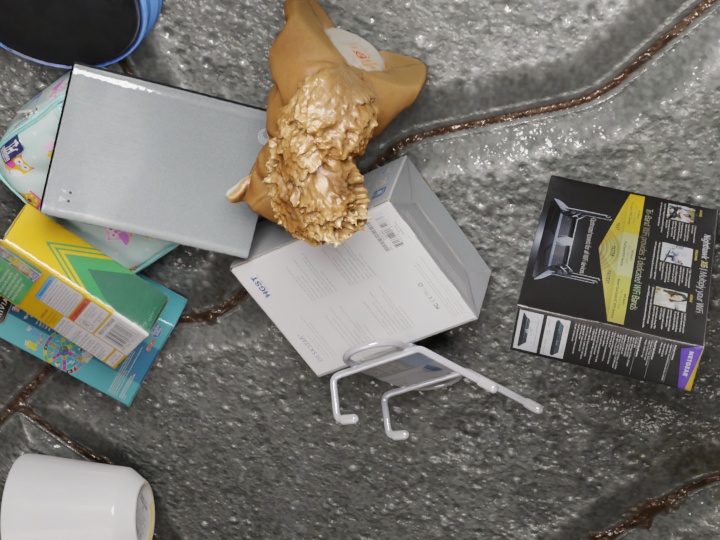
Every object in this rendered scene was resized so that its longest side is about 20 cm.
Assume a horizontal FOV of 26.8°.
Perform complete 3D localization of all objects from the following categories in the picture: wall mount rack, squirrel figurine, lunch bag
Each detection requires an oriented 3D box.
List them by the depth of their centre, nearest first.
[{"bbox_3d":[-0.047,-0.105,1.308,0.141,0.201,0.187,26,121,-14],"label":"squirrel figurine"},{"bbox_3d":[-0.249,-0.097,1.468,0.160,0.077,0.200,-27,117,35],"label":"lunch bag"},{"bbox_3d":[0.073,0.115,1.480,0.172,0.075,0.200,-18,159,24],"label":"wall mount rack"}]

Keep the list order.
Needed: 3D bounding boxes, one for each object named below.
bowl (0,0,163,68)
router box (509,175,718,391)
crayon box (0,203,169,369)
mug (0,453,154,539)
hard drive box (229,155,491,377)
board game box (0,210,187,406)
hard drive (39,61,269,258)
[{"bbox_3d":[-0.274,-0.255,1.336,0.199,0.040,0.201,9,146,6],"label":"bowl"},{"bbox_3d":[0.223,0.006,1.311,0.156,0.201,0.053,13,129,9],"label":"router box"},{"bbox_3d":[-0.300,0.010,1.507,0.199,0.052,0.126,34,151,-11],"label":"crayon box"},{"bbox_3d":[-0.324,0.289,1.806,0.152,0.187,0.151,-2,96,9],"label":"mug"},{"bbox_3d":[0.000,0.000,1.466,0.199,0.077,0.156,-21,119,31],"label":"hard drive box"},{"bbox_3d":[-0.305,0.043,1.626,0.199,0.047,0.151,29,132,-7],"label":"board game box"},{"bbox_3d":[-0.183,-0.100,1.397,0.198,0.033,0.141,12,102,-16],"label":"hard drive"}]
